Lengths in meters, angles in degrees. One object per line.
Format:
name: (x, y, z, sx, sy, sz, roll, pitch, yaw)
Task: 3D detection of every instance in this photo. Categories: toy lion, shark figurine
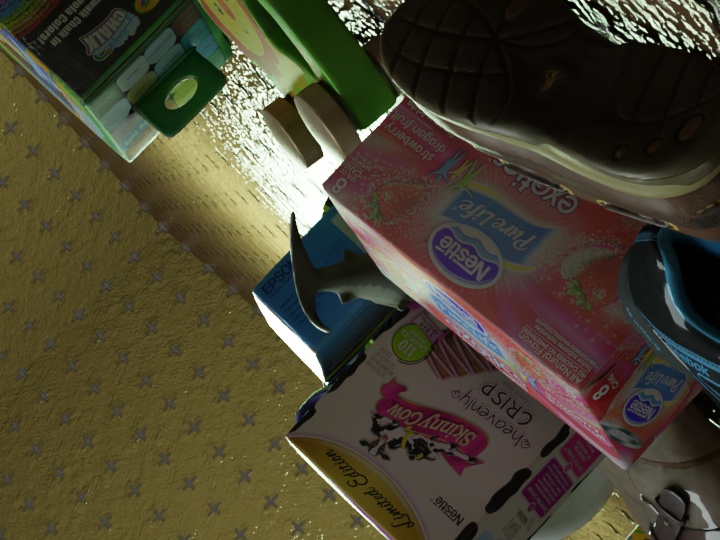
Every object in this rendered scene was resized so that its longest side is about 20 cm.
toy lion: (-0.058, -0.154, 1.143, 0.192, 0.069, 0.200, 52, 172, -9)
shark figurine: (0.042, -0.010, 1.230, 0.214, 0.090, 0.128, 7, -170, -18)

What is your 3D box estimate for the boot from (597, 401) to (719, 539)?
boot: (0.189, 0.139, 1.266, 0.147, 0.070, 0.200, 64, 166, 8)

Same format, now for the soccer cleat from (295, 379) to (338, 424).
soccer cleat: (0.039, 0.109, 1.357, 0.200, 0.084, 0.065, -1, 97, 44)

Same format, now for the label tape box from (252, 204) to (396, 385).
label tape box: (0.000, 0.000, 1.364, 0.066, 0.143, 0.200, 42, 174, 6)

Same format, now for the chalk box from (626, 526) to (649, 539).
chalk box: (0.256, 0.280, 1.385, 0.124, 0.125, 0.200, 34, -171, -25)

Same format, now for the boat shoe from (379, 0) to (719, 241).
boat shoe: (0.080, -0.063, 0.778, 0.200, 0.072, 0.068, 33, 166, 47)

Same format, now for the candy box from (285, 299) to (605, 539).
candy box: (0.074, 0.071, 1.109, 0.136, 0.200, 0.061, 38, 172, 36)

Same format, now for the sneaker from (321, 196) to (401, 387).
sneaker: (0.011, 0.032, 1.515, 0.075, 0.201, 0.076, 1, 177, 11)

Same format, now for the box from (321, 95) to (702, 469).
box: (0.088, -0.004, 1.009, 0.200, 0.095, 0.103, 39, 172, 34)

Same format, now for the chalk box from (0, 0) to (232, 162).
chalk box: (-0.184, -0.176, 1.458, 0.200, 0.125, 0.124, 43, 174, 18)

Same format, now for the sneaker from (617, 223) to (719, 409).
sneaker: (0.190, 0.054, 0.845, 0.200, 0.073, 0.082, 42, 173, 11)

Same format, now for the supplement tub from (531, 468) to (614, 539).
supplement tub: (0.104, 0.122, 1.505, 0.145, 0.145, 0.200, 45, 173, -16)
